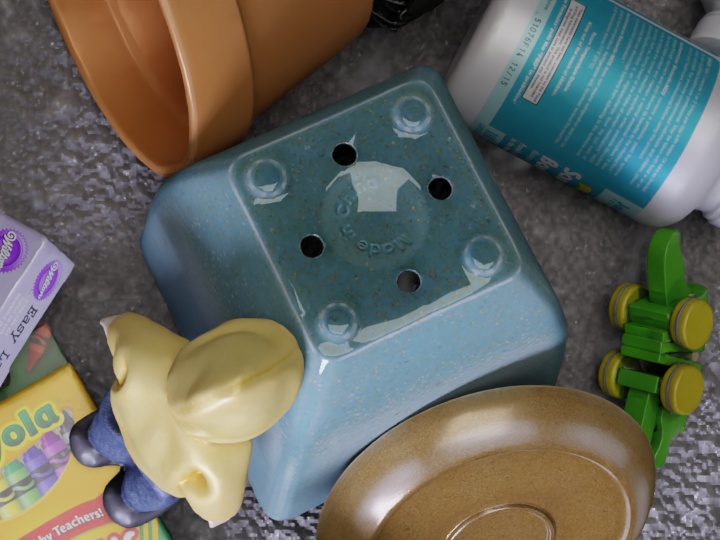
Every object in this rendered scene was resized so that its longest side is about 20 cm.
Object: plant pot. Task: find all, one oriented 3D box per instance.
[{"bbox_3d":[0.075,0.146,0.945,0.199,0.201,0.028,-9,42,-8],"label":"plant pot"},{"bbox_3d":[-0.085,-0.170,0.958,0.140,0.200,0.201,-25,86,-21],"label":"plant pot"},{"bbox_3d":[0.000,0.000,0.924,0.196,0.200,0.196,-24,79,-10],"label":"plant pot"}]

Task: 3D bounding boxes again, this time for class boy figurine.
[{"bbox_3d":[-0.094,0.071,0.873,0.064,0.200,0.125,-28,82,-33],"label":"boy figurine"}]

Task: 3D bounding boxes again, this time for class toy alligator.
[{"bbox_3d":[0.183,0.075,1.028,0.054,0.059,0.201,2,97,-43],"label":"toy alligator"}]

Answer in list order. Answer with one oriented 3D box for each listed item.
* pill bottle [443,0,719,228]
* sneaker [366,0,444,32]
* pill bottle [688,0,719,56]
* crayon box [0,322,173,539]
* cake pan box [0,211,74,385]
[{"bbox_3d":[0.154,-0.098,1.014,0.199,0.111,0.111,28,80,-3],"label":"pill bottle"},{"bbox_3d":[0.035,-0.176,0.970,0.091,0.200,0.076,-40,92,-1],"label":"sneaker"},{"bbox_3d":[0.285,-0.201,1.043,0.112,0.112,0.200,33,80,-2],"label":"pill bottle"},{"bbox_3d":[-0.187,0.144,0.970,0.127,0.051,0.200,-31,87,-10],"label":"crayon box"},{"bbox_3d":[-0.286,0.026,0.946,0.184,0.052,0.200,29,79,15],"label":"cake pan box"}]
